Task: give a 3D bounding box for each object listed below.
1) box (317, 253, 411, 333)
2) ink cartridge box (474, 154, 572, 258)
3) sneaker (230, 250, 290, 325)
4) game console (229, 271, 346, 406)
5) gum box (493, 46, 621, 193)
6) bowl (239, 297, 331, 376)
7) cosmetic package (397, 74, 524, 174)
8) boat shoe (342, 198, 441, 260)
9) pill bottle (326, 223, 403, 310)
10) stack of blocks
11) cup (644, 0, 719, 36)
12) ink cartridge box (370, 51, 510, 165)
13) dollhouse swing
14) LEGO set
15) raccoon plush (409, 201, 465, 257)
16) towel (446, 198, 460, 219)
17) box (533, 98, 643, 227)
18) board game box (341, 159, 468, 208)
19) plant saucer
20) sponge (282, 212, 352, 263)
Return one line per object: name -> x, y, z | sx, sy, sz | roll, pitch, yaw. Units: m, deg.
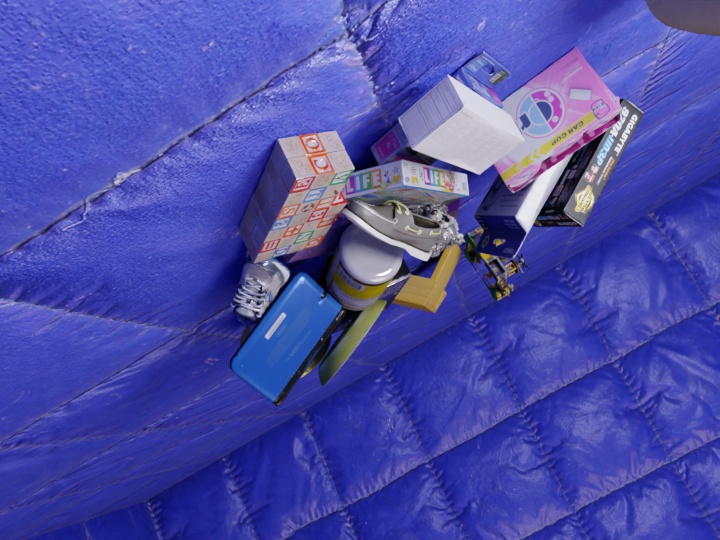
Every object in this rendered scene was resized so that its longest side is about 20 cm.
box -> -0.001, 0.029, 1.249 | 0.145, 0.106, 0.201 | -23, 163, -20
ink cartridge box -> 0.265, -0.124, 1.051 | 0.203, 0.040, 0.199 | -61, -170, -1
sneaker -> -0.167, 0.037, 0.973 | 0.201, 0.076, 0.087 | 115, 1, -63
game console -> -0.123, 0.123, 1.062 | 0.202, 0.170, 0.118 | -53, -155, -12
gum box -> 0.283, -0.227, 0.918 | 0.198, 0.115, 0.066 | -34, 163, 21
bowl -> -0.166, 0.122, 1.205 | 0.196, 0.201, 0.109 | -27, 123, -3
cosmetic package -> 0.136, -0.182, 0.780 | 0.082, 0.052, 0.198 | -33, 161, 29
boat shoe -> 0.051, -0.071, 0.890 | 0.200, 0.072, 0.061 | 20, 107, -49
pill bottle -> 0.000, 0.000, 1.038 | 0.107, 0.111, 0.201 | -22, 166, -19
stack of blocks -> -0.080, -0.096, 0.805 | 0.113, 0.060, 0.200 | -18, 161, -33
cup -> 0.399, -0.345, 0.664 | 0.196, 0.205, 0.143 | -22, -172, -21
ink cartridge box -> 0.118, -0.209, 0.837 | 0.199, 0.043, 0.118 | -39, 162, 27
dollhouse swing -> 0.154, 0.006, 1.576 | 0.177, 0.181, 0.200 | 12, 175, 18
LEGO set -> 0.355, -0.036, 1.541 | 0.114, 0.202, 0.155 | -27, 144, -7
raccoon plush -> 0.148, -0.056, 1.099 | 0.096, 0.136, 0.200 | -35, 142, 10
towel -> 0.136, -0.105, 1.222 | 0.141, 0.023, 0.200 | -27, 164, -3
box -> 0.354, -0.170, 0.989 | 0.203, 0.045, 0.159 | -61, -169, -3
board game box -> 0.060, -0.123, 0.902 | 0.132, 0.035, 0.198 | -8, 177, 35
plant saucer -> -0.022, 0.129, 1.144 | 0.202, 0.031, 0.200 | -53, 180, -1
sponge -> -0.031, -0.068, 1.034 | 0.197, 0.030, 0.111 | -17, 161, -40
